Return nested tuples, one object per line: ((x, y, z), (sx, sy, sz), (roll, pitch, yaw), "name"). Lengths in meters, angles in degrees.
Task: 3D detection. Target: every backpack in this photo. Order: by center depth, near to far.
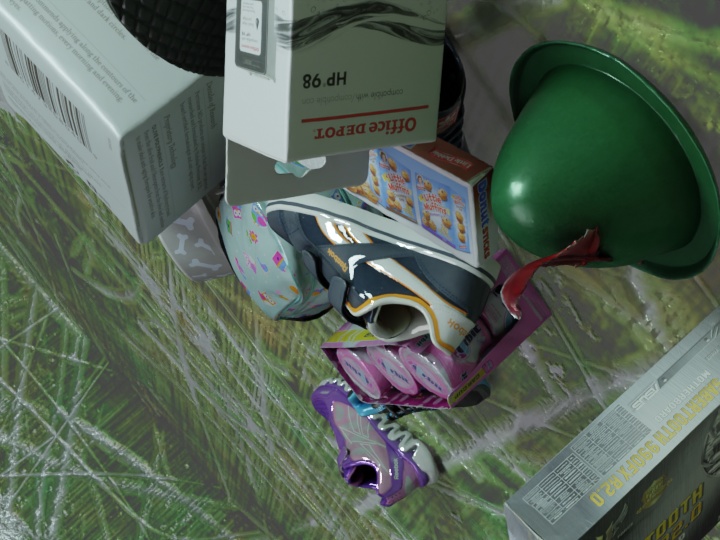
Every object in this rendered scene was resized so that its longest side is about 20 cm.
((-0.050, -0.036, 1.100), (0.168, 0.126, 0.200), (53, 158, -1), "backpack")

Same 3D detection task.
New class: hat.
((0.092, -0.019, 0.731), (0.165, 0.176, 0.201), (37, 158, 30), "hat")

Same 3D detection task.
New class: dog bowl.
((-0.172, -0.080, 1.257), (0.200, 0.058, 0.202), (-90, -26, -78), "dog bowl")

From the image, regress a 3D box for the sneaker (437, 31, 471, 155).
((0.044, -0.097, 0.849), (0.084, 0.075, 0.201), (30, 153, 52), "sneaker")

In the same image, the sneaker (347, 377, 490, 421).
((0.055, 0.114, 1.213), (0.074, 0.082, 0.200), (54, 159, -9), "sneaker")

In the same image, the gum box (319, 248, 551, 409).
((0.058, 0.049, 1.034), (0.066, 0.113, 0.200), (52, 161, -11), "gum box")

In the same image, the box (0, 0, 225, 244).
((-0.192, -0.176, 1.078), (0.199, 0.171, 0.201), (44, 161, 14), "box")

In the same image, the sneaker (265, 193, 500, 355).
((0.000, 0.000, 0.924), (0.198, 0.080, 0.078), (19, 171, 34), "sneaker")

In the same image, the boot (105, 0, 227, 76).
((-0.106, -0.166, 0.790), (0.199, 0.068, 0.130), (18, -167, -48), "boot")

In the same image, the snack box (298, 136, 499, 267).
((0.007, -0.075, 0.837), (0.199, 0.024, 0.073), (32, 148, 34), "snack box")

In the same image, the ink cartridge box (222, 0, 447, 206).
((-0.013, -0.132, 0.720), (0.066, 0.115, 0.203), (24, 118, 46), "ink cartridge box")

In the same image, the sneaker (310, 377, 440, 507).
((-0.001, 0.205, 1.500), (0.199, 0.088, 0.081), (36, 159, 37), "sneaker")

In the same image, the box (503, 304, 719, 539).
((0.180, 0.132, 0.790), (0.048, 0.199, 0.159), (39, 158, 34), "box")
